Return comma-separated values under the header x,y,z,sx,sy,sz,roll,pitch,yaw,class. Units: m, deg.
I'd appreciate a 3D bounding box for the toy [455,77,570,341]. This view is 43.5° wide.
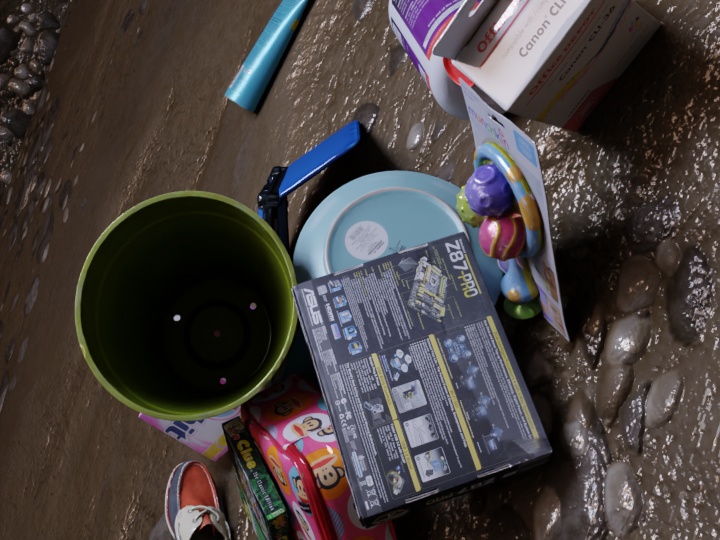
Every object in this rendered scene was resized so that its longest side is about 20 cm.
x,y,z,sx,sy,sz,roll,pitch,yaw,class
0.109,-0.036,0.711,0.047,0.202,0.116,-29,41,-6,toy

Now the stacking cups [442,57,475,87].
x,y,z,sx,sy,sz,roll,pitch,yaw,class
0.152,-0.231,0.786,0.200,0.061,0.060,-48,29,-18,stacking cups

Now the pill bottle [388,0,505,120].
x,y,z,sx,sy,sz,roll,pitch,yaw,class
0.095,-0.246,0.906,0.113,0.111,0.202,-51,38,25,pill bottle

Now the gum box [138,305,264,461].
x,y,z,sx,sy,sz,roll,pitch,yaw,class
-0.167,0.134,1.072,0.200,0.113,0.067,-45,19,32,gum box

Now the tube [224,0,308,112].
x,y,z,sx,sy,sz,roll,pitch,yaw,class
-0.134,-0.337,1.352,0.202,0.050,0.077,-59,38,8,tube

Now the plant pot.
x,y,z,sx,sy,sz,roll,pitch,yaw,class
-0.154,0.050,0.884,0.193,0.196,0.204,95,-173,-77,plant pot

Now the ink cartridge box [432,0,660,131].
x,y,z,sx,sy,sz,roll,pitch,yaw,class
0.150,-0.182,0.709,0.068,0.199,0.117,47,115,23,ink cartridge box

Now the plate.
x,y,z,sx,sy,sz,roll,pitch,yaw,class
0.034,-0.013,0.825,0.026,0.196,0.204,83,-174,-62,plate

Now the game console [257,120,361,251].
x,y,z,sx,sy,sz,roll,pitch,yaw,class
-0.053,-0.075,1.048,0.200,0.116,0.174,-89,-3,-75,game console

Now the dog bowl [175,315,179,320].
x,y,z,sx,sy,sz,roll,pitch,yaw,class
-0.219,-0.006,1.286,0.199,0.058,0.204,-31,50,45,dog bowl

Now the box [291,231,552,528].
x,y,z,sx,sy,sz,roll,pitch,yaw,class
0.045,0.084,0.736,0.158,0.049,0.203,-19,66,-3,box

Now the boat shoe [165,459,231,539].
x,y,z,sx,sy,sz,roll,pitch,yaw,class
-0.184,0.312,1.050,0.063,0.070,0.203,127,140,-48,boat shoe

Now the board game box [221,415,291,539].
x,y,z,sx,sy,sz,roll,pitch,yaw,class
-0.095,0.233,0.879,0.105,0.023,0.202,54,160,30,board game box

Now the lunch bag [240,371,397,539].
x,y,z,sx,sy,sz,roll,pitch,yaw,class
-0.036,0.205,0.838,0.199,0.081,0.179,28,139,64,lunch bag

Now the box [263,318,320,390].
x,y,z,sx,sy,sz,roll,pitch,yaw,class
-0.067,0.113,0.955,0.083,0.048,0.203,-99,27,-61,box
